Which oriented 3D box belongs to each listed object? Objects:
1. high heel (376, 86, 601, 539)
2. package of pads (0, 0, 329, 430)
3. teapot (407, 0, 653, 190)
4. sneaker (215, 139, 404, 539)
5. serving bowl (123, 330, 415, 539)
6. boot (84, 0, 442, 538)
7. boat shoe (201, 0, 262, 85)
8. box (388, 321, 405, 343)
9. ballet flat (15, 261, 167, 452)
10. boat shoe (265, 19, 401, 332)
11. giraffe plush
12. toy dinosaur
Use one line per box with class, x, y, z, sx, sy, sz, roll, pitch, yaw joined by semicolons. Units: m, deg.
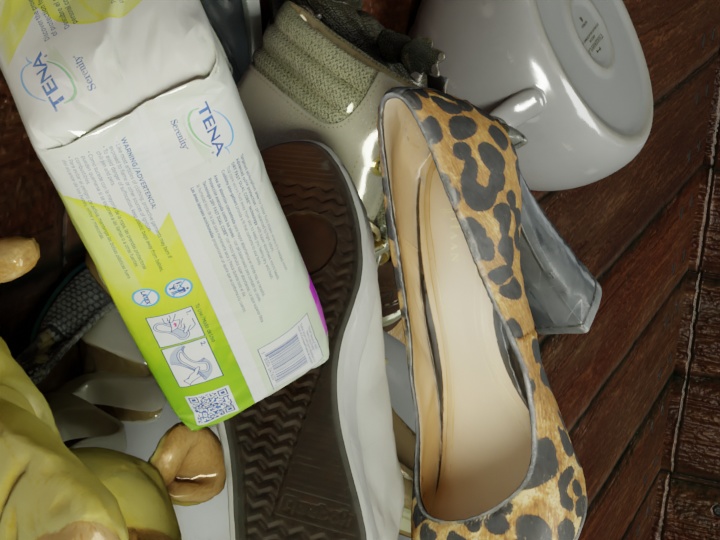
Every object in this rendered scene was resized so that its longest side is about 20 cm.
high heel;0.027;0.036;0.656;0.143;0.071;0.201;48;44;-36
package of pads;-0.083;-0.067;0.626;0.155;0.068;0.200;70;-7;-48
teapot;0.096;-0.131;1.212;0.200;0.146;0.198;22;52;-51
sneaker;-0.023;0.050;0.681;0.085;0.072;0.201;67;19;-61
serving bowl;-0.038;0.107;0.808;0.066;0.199;0.201;84;21;-75
boot;0.000;0.000;0.744;0.155;0.200;0.072;-51;166;8
boat shoe;-0.073;-0.058;0.842;0.060;0.075;0.201;-59;141;-49
box;-0.038;0.106;0.976;0.152;0.106;0.201;-55;150;-52
ballet flat;-0.121;0.057;0.756;0.200;0.072;0.072;-53;148;-55
boat shoe;-0.003;-0.071;0.919;0.075;0.074;0.203;111;-32;-59
giraffe plush;-0.118;0.102;0.608;0.162;0.172;0.201;43;26;-49
toy dinosaur;-0.012;-0.108;0.833;0.077;0.200;0.102;-45;180;-4
